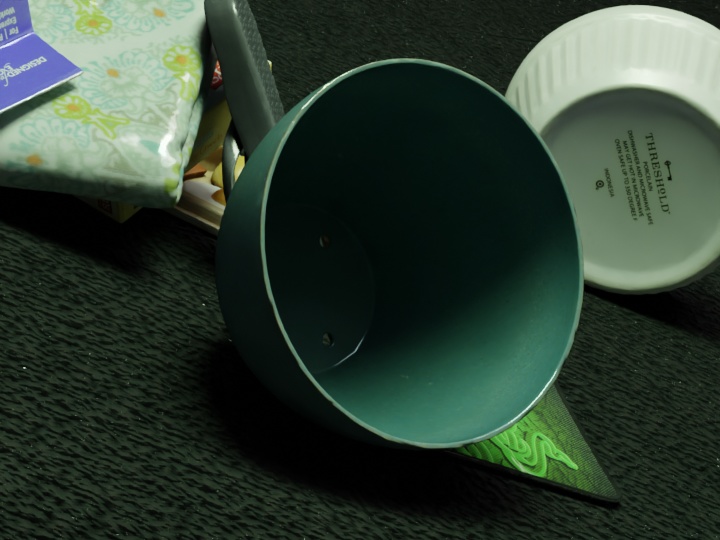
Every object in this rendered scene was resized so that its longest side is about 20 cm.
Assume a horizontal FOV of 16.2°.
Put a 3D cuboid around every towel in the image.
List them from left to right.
[{"bbox_3d":[-0.173,-0.121,1.492,0.170,0.048,0.201,6,45,5],"label":"towel"}]

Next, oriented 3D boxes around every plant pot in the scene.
[{"bbox_3d":[0.000,0.000,1.350,0.199,0.202,0.134,13,-15,-30],"label":"plant pot"}]

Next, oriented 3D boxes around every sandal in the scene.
[{"bbox_3d":[-0.061,-0.064,1.491,0.043,0.202,0.076,-18,-8,8],"label":"sandal"}]

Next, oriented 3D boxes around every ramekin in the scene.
[{"bbox_3d":[0.192,-0.076,1.769,0.201,0.203,0.094,23,28,-2],"label":"ramekin"}]

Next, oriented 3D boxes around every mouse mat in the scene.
[{"bbox_3d":[0.059,0.070,1.474,0.160,0.008,0.200,18,19,-18],"label":"mouse mat"}]

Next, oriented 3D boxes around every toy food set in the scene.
[{"bbox_3d":[-0.055,-0.060,1.613,0.199,0.061,0.143,26,17,8],"label":"toy food set"}]

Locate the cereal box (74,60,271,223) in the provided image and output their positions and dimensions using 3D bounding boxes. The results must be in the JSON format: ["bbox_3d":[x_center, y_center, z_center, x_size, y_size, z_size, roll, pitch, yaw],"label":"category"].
[{"bbox_3d":[-0.172,-0.120,1.553,0.199,0.040,0.144,31,52,26],"label":"cereal box"}]

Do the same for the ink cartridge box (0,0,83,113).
[{"bbox_3d":[-0.292,-0.135,1.429,0.199,0.044,0.198,34,47,29],"label":"ink cartridge box"}]
